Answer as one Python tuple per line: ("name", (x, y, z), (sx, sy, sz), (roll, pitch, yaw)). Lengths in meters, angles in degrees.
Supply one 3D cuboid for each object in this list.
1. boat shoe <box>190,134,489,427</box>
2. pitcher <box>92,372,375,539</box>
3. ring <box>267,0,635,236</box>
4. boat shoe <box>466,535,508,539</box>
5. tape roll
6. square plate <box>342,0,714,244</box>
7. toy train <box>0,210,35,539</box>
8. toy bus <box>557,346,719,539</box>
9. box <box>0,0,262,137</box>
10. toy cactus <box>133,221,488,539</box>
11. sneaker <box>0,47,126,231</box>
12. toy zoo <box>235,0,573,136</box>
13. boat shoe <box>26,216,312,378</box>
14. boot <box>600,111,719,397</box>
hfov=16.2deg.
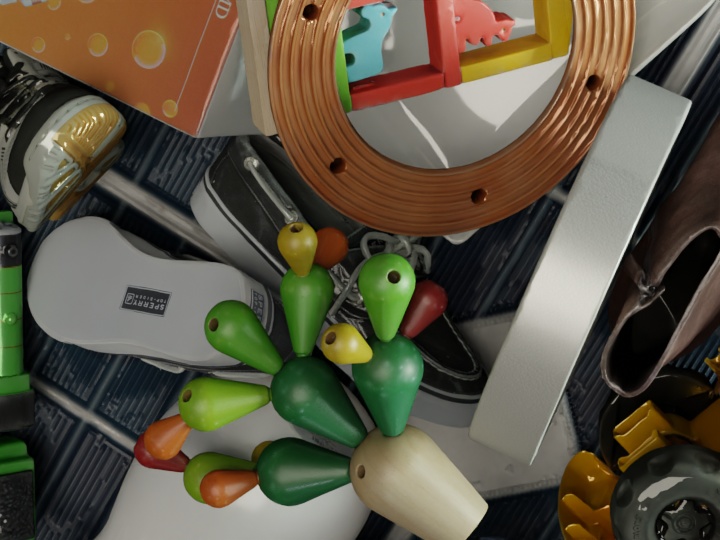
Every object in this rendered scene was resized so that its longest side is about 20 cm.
("boat shoe", (0.001, -0.001, 1.350), (0.199, 0.074, 0.068), (45, 123, 11))
("pitcher", (-0.064, 0.152, 1.387), (0.171, 0.121, 0.200), (36, 118, -21))
("ring", (0.045, -0.113, 1.253), (0.200, 0.019, 0.201), (-9, 116, -19))
("boat shoe", (0.018, 0.174, 1.322), (0.069, 0.084, 0.200), (26, 139, -21))
("tape roll", (0.109, -0.001, 1.257), (0.037, 0.203, 0.203), (23, 106, 6))
("square plate", (0.053, -0.150, 1.329), (0.198, 0.028, 0.200), (46, 108, 0))
("toy train", (-0.207, 0.060, 1.420), (0.056, 0.042, 0.200), (18, 111, 54))
("toy bus", (0.231, 0.117, 1.298), (0.200, 0.136, 0.192), (-43, 103, 15))
("box", (-0.125, -0.165, 1.312), (0.200, 0.097, 0.125), (26, 104, 18))
("toy cactus", (-0.010, 0.071, 1.232), (0.165, 0.102, 0.200), (40, 119, -4))
("sneaker", (-0.175, -0.074, 1.311), (0.088, 0.200, 0.076), (44, 83, -4))
("toy zoo", (0.034, -0.153, 1.253), (0.200, 0.020, 0.131), (-15, 118, -17))
("boat shoe", (-0.103, 0.020, 1.362), (0.200, 0.068, 0.072), (9, 77, 46))
("boot", (0.189, -0.032, 1.246), (0.072, 0.166, 0.200), (33, 106, 3))
